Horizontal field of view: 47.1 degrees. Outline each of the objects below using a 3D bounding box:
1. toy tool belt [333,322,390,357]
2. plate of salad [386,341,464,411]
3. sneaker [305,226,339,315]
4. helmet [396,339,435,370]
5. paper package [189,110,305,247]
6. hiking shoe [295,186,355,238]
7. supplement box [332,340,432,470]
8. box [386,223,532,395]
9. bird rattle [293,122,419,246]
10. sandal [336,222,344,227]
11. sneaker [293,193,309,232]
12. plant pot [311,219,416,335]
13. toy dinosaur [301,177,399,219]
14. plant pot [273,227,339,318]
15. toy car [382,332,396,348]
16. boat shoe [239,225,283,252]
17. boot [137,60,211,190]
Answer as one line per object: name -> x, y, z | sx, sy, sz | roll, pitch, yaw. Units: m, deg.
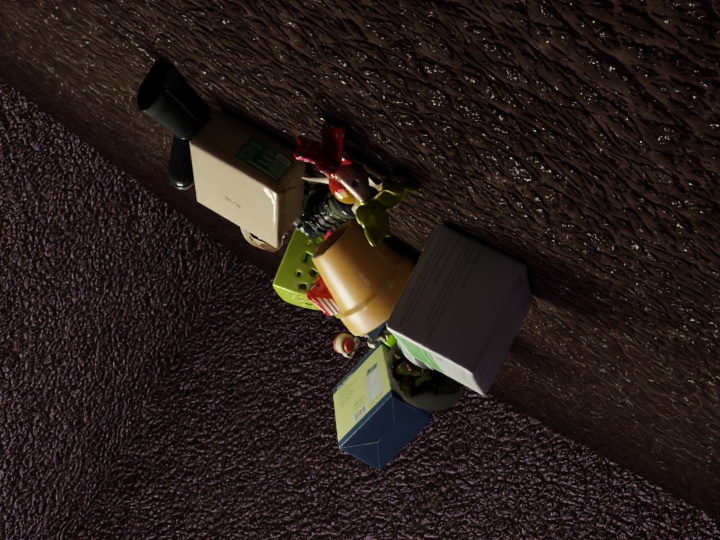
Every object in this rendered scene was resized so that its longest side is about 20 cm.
toy tool belt -> 0.027, 0.114, 1.927 | 0.121, 0.202, 0.125 | 11, 153, 49
plate of salad -> 0.155, 0.231, 1.914 | 0.197, 0.201, 0.048 | 30, 138, 3
sneaker -> -0.077, 0.004, 1.862 | 0.078, 0.113, 0.205 | 156, 97, -76
helmet -> 0.165, 0.118, 1.843 | 0.188, 0.205, 0.198 | 14, -174, -44
paper package -> -0.209, -0.170, 1.539 | 0.197, 0.104, 0.192 | 30, 152, 11
hiking shoe -> -0.061, -0.102, 1.591 | 0.075, 0.102, 0.199 | 32, 172, -23
supplement box -> 0.048, 0.321, 1.986 | 0.133, 0.200, 0.202 | 33, -156, -25
box -> 0.174, 0.071, 1.398 | 0.168, 0.203, 0.199 | 25, 170, 21
bird rattle -> -0.022, -0.132, 1.246 | 0.198, 0.114, 0.163 | 35, 177, -12
sandal -> 0.015, -0.045, 1.867 | 0.198, 0.046, 0.075 | 35, 171, -22
sneaker -> -0.106, -0.118, 1.766 | 0.079, 0.079, 0.200 | 41, 179, -35
plant pot -> 0.000, 0.000, 1.748 | 0.184, 0.200, 0.200 | 48, 168, -12
toy dinosaur -> 0.001, -0.135, 1.389 | 0.197, 0.059, 0.102 | 14, 148, 40
plant pot -> -0.085, -0.001, 2.002 | 0.178, 0.203, 0.200 | 22, 170, 9
toy car -> 0.124, 0.112, 2.074 | 0.156, 0.166, 0.200 | 33, -176, -22
boat shoe -> -0.207, -0.084, 1.711 | 0.072, 0.076, 0.200 | 46, 178, 30
boot -> -0.343, -0.259, 1.501 | 0.064, 0.169, 0.200 | 8, 167, 11
